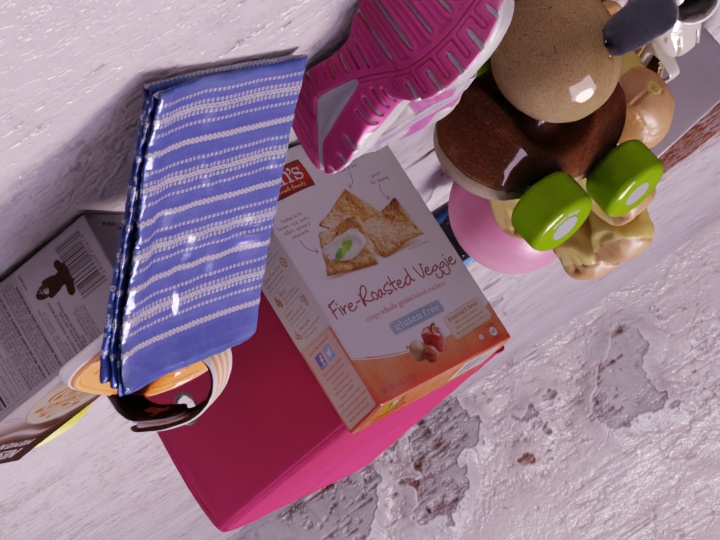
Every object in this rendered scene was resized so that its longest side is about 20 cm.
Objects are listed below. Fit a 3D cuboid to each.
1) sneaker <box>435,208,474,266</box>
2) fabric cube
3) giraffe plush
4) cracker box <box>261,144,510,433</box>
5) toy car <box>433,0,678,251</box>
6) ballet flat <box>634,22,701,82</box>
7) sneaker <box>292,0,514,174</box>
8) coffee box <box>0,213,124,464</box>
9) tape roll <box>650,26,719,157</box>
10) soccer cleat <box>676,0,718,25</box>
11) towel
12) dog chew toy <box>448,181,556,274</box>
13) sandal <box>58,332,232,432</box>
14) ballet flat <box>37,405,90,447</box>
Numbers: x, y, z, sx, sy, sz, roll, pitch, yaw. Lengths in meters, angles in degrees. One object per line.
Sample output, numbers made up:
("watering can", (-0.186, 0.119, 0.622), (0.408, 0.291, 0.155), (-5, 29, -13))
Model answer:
("sneaker", (0.062, -0.007, 1.680), (0.199, 0.066, 0.078), (-32, 172, -8))
("fabric cube", (-0.046, 0.061, 1.331), (0.199, 0.197, 0.199), (-20, 163, -46))
("giraffe plush", (0.185, -0.119, 1.341), (0.162, 0.200, 0.173), (-47, -179, -26))
("cracker box", (0.000, 0.000, 1.191), (0.133, 0.201, 0.058), (-24, 165, -36))
("toy car", (0.143, -0.147, 1.125), (0.157, 0.165, 0.201), (-24, 153, -37))
("ballet flat", (0.263, -0.202, 1.412), (0.068, 0.063, 0.200), (-30, 168, -15))
("sneaker", (0.035, -0.139, 1.042), (0.088, 0.082, 0.200), (-24, 174, -41))
("coffee box", (-0.214, 0.051, 1.124), (0.199, 0.080, 0.114), (-37, 167, 18))
("tape roll", (0.281, -0.145, 1.600), (0.200, 0.066, 0.200), (-42, 176, -4))
("soccer cleat", (0.236, -0.217, 1.219), (0.068, 0.086, 0.200), (-35, 168, 14))
("towel", (-0.094, -0.028, 1.007), (0.144, 0.024, 0.202), (-21, 130, -51))
("dog chew toy", (0.166, -0.089, 1.506), (0.124, 0.125, 0.200), (-21, 155, -46))
("sandal", (-0.136, 0.079, 1.099), (0.079, 0.059, 0.206), (-37, 168, 12))
("ballet flat", (-0.288, 0.112, 1.244), (0.199, 0.067, 0.067), (-25, 146, -26))
